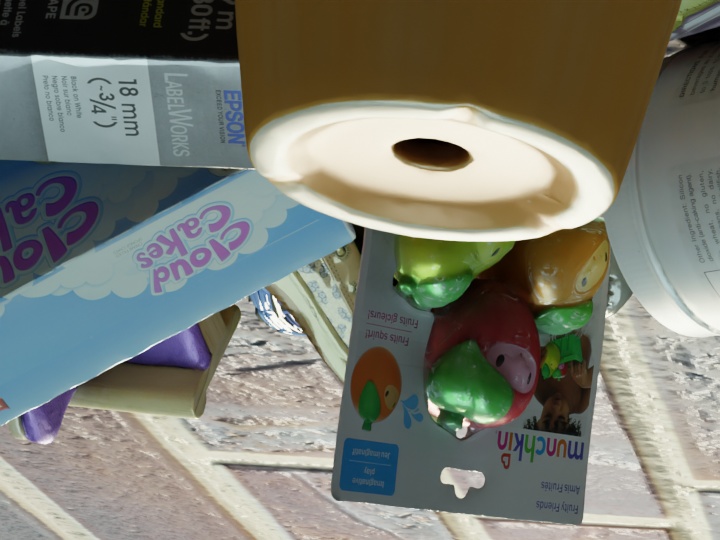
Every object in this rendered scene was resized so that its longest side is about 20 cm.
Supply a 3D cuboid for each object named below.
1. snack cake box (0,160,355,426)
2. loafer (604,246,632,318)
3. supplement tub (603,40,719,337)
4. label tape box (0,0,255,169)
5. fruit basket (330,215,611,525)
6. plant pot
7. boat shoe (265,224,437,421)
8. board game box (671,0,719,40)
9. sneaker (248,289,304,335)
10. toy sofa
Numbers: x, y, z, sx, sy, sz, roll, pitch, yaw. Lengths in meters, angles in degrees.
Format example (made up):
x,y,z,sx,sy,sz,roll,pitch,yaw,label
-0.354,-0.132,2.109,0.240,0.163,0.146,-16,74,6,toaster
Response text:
x,y,z,sx,sy,sz,roll,pitch,yaw,label
-0.116,-0.023,1.066,0.199,0.115,0.067,-28,138,3,snack cake box
0.087,-0.010,1.362,0.069,0.076,0.200,-29,-161,-30,loafer
0.216,-0.046,1.133,0.199,0.133,0.132,-9,156,42,supplement tub
-0.063,-0.109,1.015,0.199,0.145,0.064,2,139,4,label tape box
0.063,0.008,1.184,0.093,0.201,0.185,-3,170,40,fruit basket
0.035,-0.116,0.911,0.199,0.184,0.200,6,161,2,plant pot
0.000,0.000,1.218,0.062,0.074,0.200,-31,127,18,boat shoe
0.113,-0.129,1.084,0.120,0.033,0.199,24,155,-36,board game box
-0.022,-0.012,1.394,0.078,0.076,0.200,9,165,24,sneaker
-0.131,-0.011,1.201,0.082,0.098,0.201,3,138,24,toy sofa
